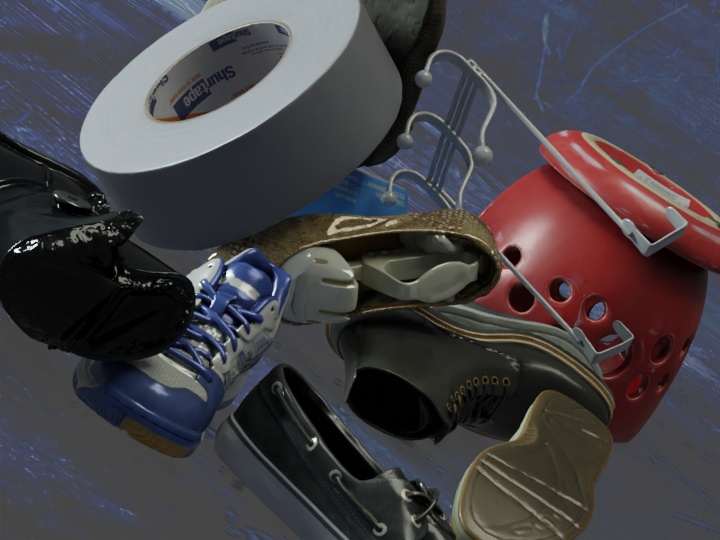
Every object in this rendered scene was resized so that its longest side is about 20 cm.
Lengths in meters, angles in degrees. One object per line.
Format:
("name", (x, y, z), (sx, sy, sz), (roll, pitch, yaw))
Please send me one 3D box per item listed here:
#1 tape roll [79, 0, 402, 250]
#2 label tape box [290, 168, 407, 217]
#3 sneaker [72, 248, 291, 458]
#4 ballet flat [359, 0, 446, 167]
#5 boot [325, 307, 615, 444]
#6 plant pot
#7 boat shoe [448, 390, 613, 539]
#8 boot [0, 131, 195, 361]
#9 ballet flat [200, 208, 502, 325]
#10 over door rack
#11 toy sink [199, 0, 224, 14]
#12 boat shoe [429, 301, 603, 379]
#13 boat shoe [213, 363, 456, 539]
("tape roll", (-0.075, -0.100, 1.478), (0.066, 0.200, 0.200), (59, -1, -28))
("label tape box", (-0.041, -0.054, 1.620), (0.199, 0.066, 0.143), (22, 2, 38))
("sneaker", (-0.087, 0.033, 1.210), (0.075, 0.088, 0.200), (35, 13, -1))
("ballet flat", (0.027, -0.143, 1.541), (0.046, 0.200, 0.068), (-14, 55, -25))
("boot", (0.071, 0.087, 1.479), (0.199, 0.078, 0.138), (18, 19, -9))
("plant pot", (0.173, 0.003, 1.795), (0.200, 0.183, 0.200), (30, 11, -7))
("boat shoe", (0.091, 0.135, 1.331), (0.074, 0.067, 0.200), (36, 25, 9))
("boot", (-0.187, -0.030, 1.147), (0.199, 0.077, 0.168), (23, 7, -28))
("ballet flat", (0.000, 0.000, 1.444), (0.199, 0.071, 0.065), (-12, 27, -22))
("over door rack", (0.101, -0.033, 1.524), (0.200, 0.067, 0.148), (38, -32, 13))
("toy sink", (-0.057, -0.184, 1.869), (0.130, 0.200, 0.112), (35, 12, 4))
("boat shoe", (0.089, 0.056, 1.619), (0.199, 0.073, 0.062), (22, 7, -39))
("boat shoe", (0.007, 0.123, 1.177), (0.200, 0.057, 0.069), (39, 13, 25))
